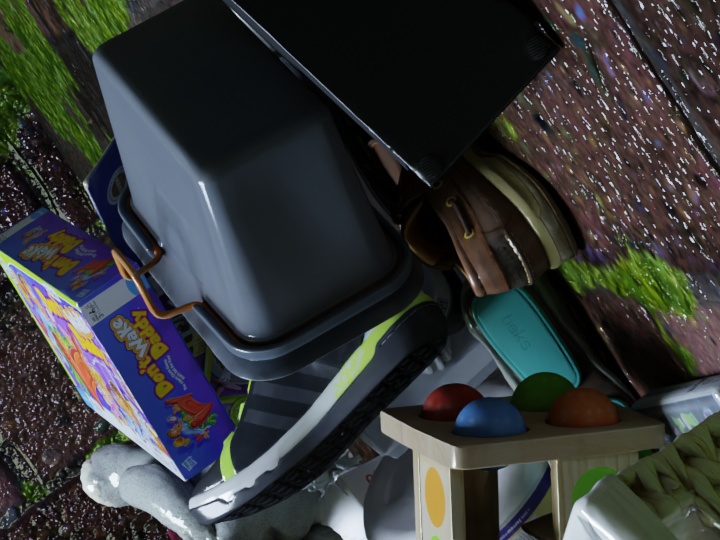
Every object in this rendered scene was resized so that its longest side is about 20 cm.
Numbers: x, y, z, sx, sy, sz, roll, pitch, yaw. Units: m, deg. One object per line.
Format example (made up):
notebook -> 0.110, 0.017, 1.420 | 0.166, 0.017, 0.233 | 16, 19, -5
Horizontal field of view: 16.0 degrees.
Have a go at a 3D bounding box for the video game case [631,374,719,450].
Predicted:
video game case -> 0.227, 0.144, 1.355 | 0.200, 0.023, 0.182 | 55, 170, 0

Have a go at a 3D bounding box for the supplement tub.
supplement tub -> 0.113, 0.180, 1.619 | 0.200, 0.145, 0.145 | 46, 175, -26

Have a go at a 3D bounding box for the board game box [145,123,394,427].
board game box -> -0.039, 0.004, 1.635 | 0.120, 0.200, 0.032 | 53, 175, 15

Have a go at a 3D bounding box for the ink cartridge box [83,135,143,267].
ink cartridge box -> -0.095, -0.083, 1.653 | 0.041, 0.200, 0.200 | 18, 157, 19

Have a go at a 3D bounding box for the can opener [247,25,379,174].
can opener -> -0.029, -0.129, 1.570 | 0.200, 0.053, 0.066 | 60, 170, -29

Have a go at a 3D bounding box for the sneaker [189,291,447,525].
sneaker -> -0.034, 0.064, 1.486 | 0.083, 0.200, 0.072 | 51, -165, 16

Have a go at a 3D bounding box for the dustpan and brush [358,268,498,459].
dustpan and brush -> 0.000, 0.000, 1.588 | 0.200, 0.140, 0.057 | 47, 179, 30

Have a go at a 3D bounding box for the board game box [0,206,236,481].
board game box -> -0.156, 0.042, 1.602 | 0.135, 0.045, 0.200 | 61, 165, -21

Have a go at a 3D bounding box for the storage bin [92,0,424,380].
storage bin -> -0.077, -0.054, 1.429 | 0.200, 0.145, 0.134 | 48, 163, 48

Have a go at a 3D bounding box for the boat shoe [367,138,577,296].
boat shoe -> 0.047, -0.040, 1.461 | 0.072, 0.068, 0.200 | 60, 169, -30

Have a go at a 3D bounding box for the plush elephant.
plush elephant -> -0.078, 0.191, 1.593 | 0.165, 0.155, 0.200 | 26, 153, -26

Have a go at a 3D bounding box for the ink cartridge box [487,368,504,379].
ink cartridge box -> 0.089, 0.110, 1.781 | 0.116, 0.067, 0.200 | 59, 169, -29

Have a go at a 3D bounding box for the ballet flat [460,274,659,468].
ballet flat -> 0.127, 0.071, 1.523 | 0.200, 0.067, 0.064 | 58, -163, -14

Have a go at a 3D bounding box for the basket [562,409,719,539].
basket -> 0.180, 0.168, 1.246 | 0.136, 0.123, 0.200 | 44, 154, 23

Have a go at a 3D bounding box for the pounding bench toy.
pounding bench toy -> 0.126, 0.137, 1.433 | 0.124, 0.200, 0.156 | -161, 68, -70

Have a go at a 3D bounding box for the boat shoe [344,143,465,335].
boat shoe -> -0.007, -0.030, 1.548 | 0.200, 0.069, 0.057 | 52, -162, 27

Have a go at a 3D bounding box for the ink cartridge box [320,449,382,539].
ink cartridge box -> 0.033, 0.186, 1.740 | 0.200, 0.068, 0.115 | 50, -146, 11

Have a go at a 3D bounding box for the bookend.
bookend -> -0.004, -0.138, 1.307 | 0.200, 0.092, 0.199 | 43, -179, 3
